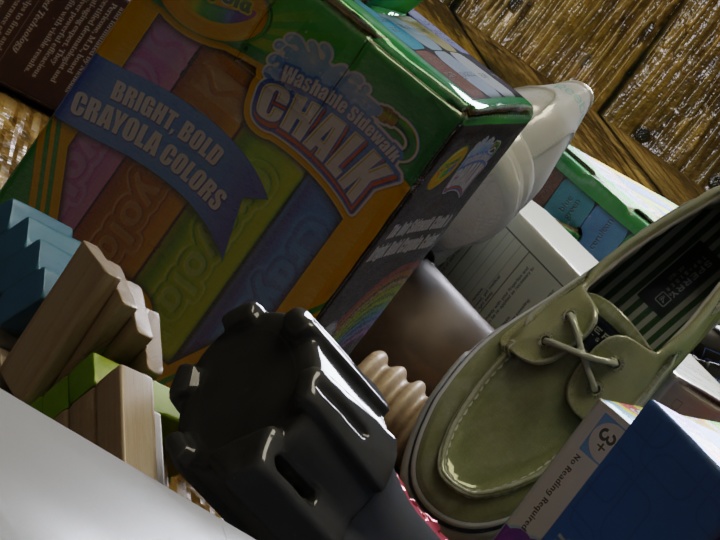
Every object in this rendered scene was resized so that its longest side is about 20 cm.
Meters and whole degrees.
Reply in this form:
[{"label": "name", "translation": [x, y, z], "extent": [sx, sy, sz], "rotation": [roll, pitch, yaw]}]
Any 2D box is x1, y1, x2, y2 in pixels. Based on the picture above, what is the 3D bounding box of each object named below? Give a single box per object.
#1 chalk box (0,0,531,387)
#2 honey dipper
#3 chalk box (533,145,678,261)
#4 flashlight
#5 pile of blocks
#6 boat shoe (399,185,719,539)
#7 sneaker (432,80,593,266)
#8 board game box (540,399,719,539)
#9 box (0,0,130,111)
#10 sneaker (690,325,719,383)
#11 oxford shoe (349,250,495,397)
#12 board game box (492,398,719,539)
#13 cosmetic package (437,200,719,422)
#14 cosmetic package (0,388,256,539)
[{"label": "chalk box", "translation": [-0.026, -0.053, 0.807], "extent": [0.124, 0.200, 0.124], "rotation": [38, 12, 9]}, {"label": "honey dipper", "translation": [-0.046, 0.016, 0.933], "extent": [0.200, 0.038, 0.038], "rotation": [36, 11, 10]}, {"label": "chalk box", "translation": [0.131, 0.020, 1.213], "extent": [0.200, 0.125, 0.124], "rotation": [21, 19, -49]}, {"label": "flashlight", "translation": [0.018, 0.086, 0.632], "extent": [0.068, 0.068, 0.200], "rotation": [11, -31, 47]}, {"label": "pile of blocks", "translation": [-0.081, 0.032, 0.648], "extent": [0.062, 0.082, 0.200], "rotation": [28, 14, -35]}, {"label": "boat shoe", "translation": [0.091, 0.030, 0.888], "extent": [0.072, 0.200, 0.062], "rotation": [42, -22, 13]}, {"label": "sneaker", "translation": [0.037, -0.041, 1.028], "extent": [0.200, 0.088, 0.075], "rotation": [-17, -72, 57]}, {"label": "board game box", "translation": [0.102, 0.131, 0.623], "extent": [0.200, 0.152, 0.045], "rotation": [23, 18, -46]}, {"label": "box", "translation": [-0.171, -0.138, 1.078], "extent": [0.200, 0.075, 0.100], "rotation": [29, 14, -41]}, {"label": "sneaker", "translation": [0.160, 0.085, 1.069], "extent": [0.200, 0.111, 0.077], "rotation": [45, 14, 34]}, {"label": "oxford shoe", "translation": [0.000, 0.000, 0.966], "extent": [0.200, 0.085, 0.073], "rotation": [38, 47, 21]}, {"label": "board game box", "translation": [0.134, 0.126, 0.851], "extent": [0.103, 0.105, 0.200], "rotation": [41, 12, 25]}, {"label": "cosmetic package", "translation": [0.084, 0.046, 1.023], "extent": [0.073, 0.104, 0.200], "rotation": [30, 14, -38]}, {"label": "cosmetic package", "translation": [-0.080, 0.082, 0.455], "extent": [0.199, 0.090, 0.107], "rotation": [30, 13, -15]}]
